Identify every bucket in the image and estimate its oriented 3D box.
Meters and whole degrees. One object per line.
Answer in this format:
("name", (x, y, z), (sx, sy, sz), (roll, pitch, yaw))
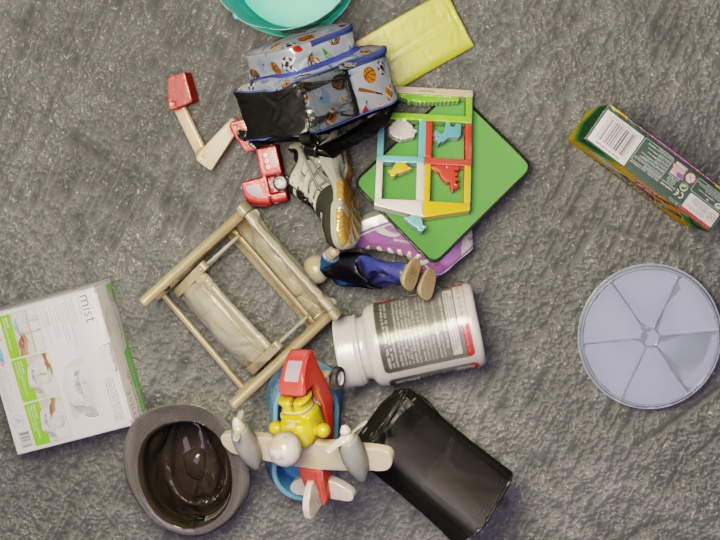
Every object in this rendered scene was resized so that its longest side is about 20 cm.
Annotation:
("bucket", (-0.094, -0.411, 1.664), (0.203, 0.135, 0.211), (1, 97, 4))

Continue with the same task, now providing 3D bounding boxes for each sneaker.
("sneaker", (0.059, -0.032, 1.734), (0.197, 0.073, 0.116), (-14, 99, 5))
("sneaker", (-0.053, -0.102, 1.698), (0.086, 0.202, 0.076), (-17, 141, 12))

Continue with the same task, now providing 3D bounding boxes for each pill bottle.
("pill bottle", (0.066, 0.092, 1.726), (0.197, 0.114, 0.116), (-12, 96, 5))

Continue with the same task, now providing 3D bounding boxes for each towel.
("towel", (0.049, -0.296, 1.731), (0.198, 0.018, 0.087), (-29, 99, 6))

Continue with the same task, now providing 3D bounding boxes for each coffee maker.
("coffee maker", (0.095, 0.268, 1.706), (0.199, 0.192, 0.135), (38, 89, -3))

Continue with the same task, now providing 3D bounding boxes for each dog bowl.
("dog bowl", (-0.078, 0.229, 1.769), (0.109, 0.050, 0.204), (1, 104, -5))

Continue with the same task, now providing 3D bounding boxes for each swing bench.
("swing bench", (-0.159, 0.044, 1.731), (0.200, 0.130, 0.199), (-41, 92, 2))

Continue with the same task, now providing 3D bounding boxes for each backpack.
("backpack", (-0.052, -0.238, 1.640), (0.188, 0.199, 0.157), (-16, 107, -31))

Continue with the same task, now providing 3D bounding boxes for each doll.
("doll", (0.000, 0.000, 1.709), (0.198, 0.136, 0.049), (6, 73, 39))

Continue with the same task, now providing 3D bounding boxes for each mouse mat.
("mouse mat", (0.112, -0.129, 1.707), (0.200, 0.008, 0.161), (-43, 80, -12))

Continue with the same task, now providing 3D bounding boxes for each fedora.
("fedora", (-0.238, 0.267, 1.778), (0.174, 0.090, 0.203), (-15, 102, 7))

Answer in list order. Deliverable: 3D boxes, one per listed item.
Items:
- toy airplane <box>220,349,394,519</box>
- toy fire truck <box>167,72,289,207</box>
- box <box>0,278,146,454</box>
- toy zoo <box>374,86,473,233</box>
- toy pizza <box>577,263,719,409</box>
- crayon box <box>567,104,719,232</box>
("toy airplane", (-0.075, 0.231, 1.648), (0.199, 0.141, 0.200), (47, 117, 11))
("toy fire truck", (-0.181, -0.180, 1.741), (0.139, 0.049, 0.203), (-11, 97, 5))
("box", (-0.414, 0.133, 1.770), (0.174, 0.097, 0.203), (-15, 95, 5))
("toy zoo", (0.085, -0.148, 1.697), (0.129, 0.020, 0.204), (2, 76, -1))
("toy pizza", (0.398, 0.090, 1.747), (0.197, 0.032, 0.204), (1, 97, 5))
("crayon box", (0.373, -0.133, 1.649), (0.199, 0.173, 0.059), (37, 95, -1))
